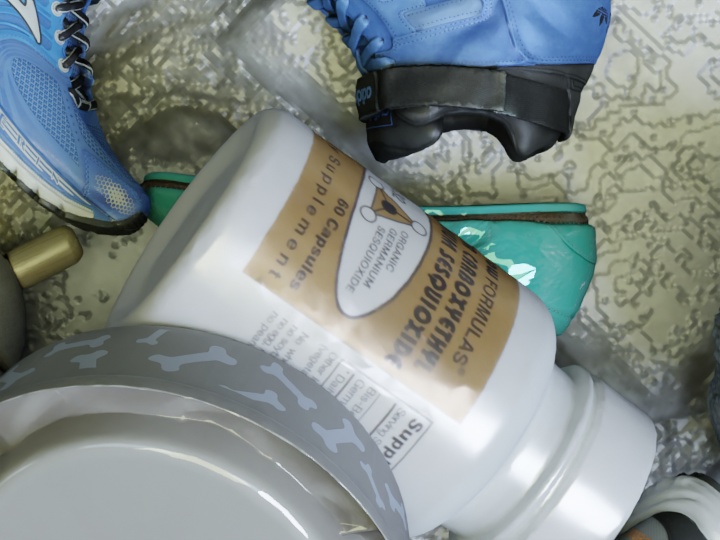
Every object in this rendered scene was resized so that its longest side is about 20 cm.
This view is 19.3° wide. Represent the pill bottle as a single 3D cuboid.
[{"bbox_3d":[0.012,0.038,0.824,0.200,0.114,0.115,36,97,-13],"label":"pill bottle"}]

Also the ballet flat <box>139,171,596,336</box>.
[{"bbox_3d":[0.000,0.000,0.897,0.199,0.067,0.071,4,87,-1],"label":"ballet flat"}]

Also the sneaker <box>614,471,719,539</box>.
[{"bbox_3d":[0.098,0.151,0.865,0.079,0.200,0.074,-35,73,-28],"label":"sneaker"}]

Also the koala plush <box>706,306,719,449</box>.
[{"bbox_3d":[0.248,0.035,0.773,0.199,0.184,0.178,-27,106,-17],"label":"koala plush"}]

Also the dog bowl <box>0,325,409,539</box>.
[{"bbox_3d":[-0.072,0.107,0.782,0.199,0.059,0.201,6,124,9],"label":"dog bowl"}]

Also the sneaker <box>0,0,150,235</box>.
[{"bbox_3d":[-0.138,-0.105,0.877,0.089,0.079,0.200,-31,85,-1],"label":"sneaker"}]

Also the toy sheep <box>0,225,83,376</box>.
[{"bbox_3d":[-0.209,0.027,0.877,0.199,0.138,0.138,-24,96,-1],"label":"toy sheep"}]

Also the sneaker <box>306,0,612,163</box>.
[{"bbox_3d":[0.002,-0.105,0.880,0.199,0.077,0.112,15,88,-7],"label":"sneaker"}]
